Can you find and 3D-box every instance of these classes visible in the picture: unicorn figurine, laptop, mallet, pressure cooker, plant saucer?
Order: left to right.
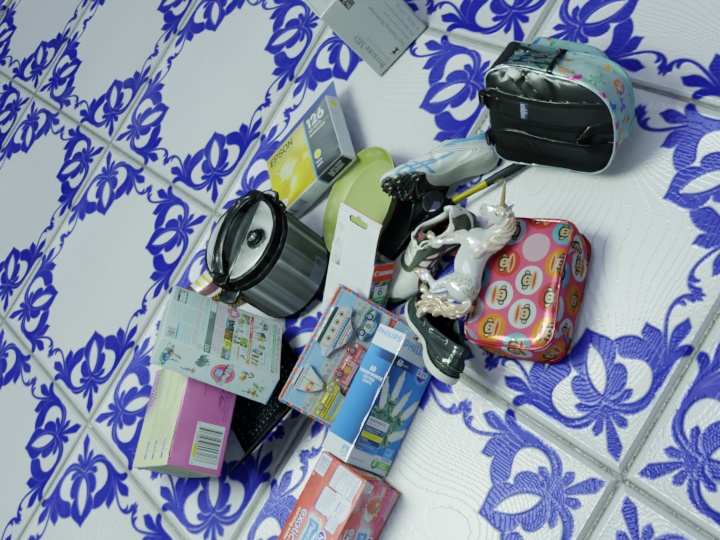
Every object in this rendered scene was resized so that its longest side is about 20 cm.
[{"bbox_3d":[-0.174,0.218,1.400,0.177,0.103,0.200,-47,49,9],"label":"laptop"},{"bbox_3d":[-0.168,-0.031,1.447,0.178,0.200,0.177,-36,49,18],"label":"pressure cooker"},{"bbox_3d":[0.005,-0.113,1.442,0.199,0.031,0.202,-31,49,44],"label":"plant saucer"},{"bbox_3d":[0.151,-0.024,1.202,0.136,0.073,0.203,7,88,40],"label":"unicorn figurine"},{"bbox_3d":[0.195,-0.130,1.334,0.198,0.066,0.042,-25,60,8],"label":"mallet"}]

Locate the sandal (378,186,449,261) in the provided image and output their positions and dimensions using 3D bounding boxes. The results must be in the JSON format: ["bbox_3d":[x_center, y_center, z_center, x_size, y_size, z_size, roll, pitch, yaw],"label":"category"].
[{"bbox_3d":[0.082,-0.103,1.393,0.075,0.048,0.202,33,91,43],"label":"sandal"}]

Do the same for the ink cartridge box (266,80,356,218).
[{"bbox_3d":[-0.101,-0.225,1.569,0.197,0.047,0.202,-42,51,34],"label":"ink cartridge box"}]

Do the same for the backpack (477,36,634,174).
[{"bbox_3d":[0.293,-0.235,1.209,0.199,0.179,0.151,22,54,35],"label":"backpack"}]

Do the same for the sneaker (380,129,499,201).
[{"bbox_3d":[0.123,-0.169,1.347,0.198,0.072,0.073,-19,54,-6],"label":"sneaker"}]

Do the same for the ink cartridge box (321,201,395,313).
[{"bbox_3d":[0.000,0.000,1.345,0.109,0.050,0.202,33,121,42],"label":"ink cartridge box"}]

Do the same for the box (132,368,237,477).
[{"bbox_3d":[-0.297,0.256,1.434,0.199,0.096,0.178,-24,52,57],"label":"box"}]

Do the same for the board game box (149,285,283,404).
[{"bbox_3d":[-0.229,0.119,1.370,0.065,0.198,0.148,-60,17,28],"label":"board game box"}]

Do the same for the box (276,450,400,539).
[{"bbox_3d":[-0.043,0.381,1.225,0.099,0.095,0.202,24,85,42],"label":"box"}]

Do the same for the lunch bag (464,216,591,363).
[{"bbox_3d":[0.225,0.024,1.200,0.175,0.082,0.202,5,73,40],"label":"lunch bag"}]

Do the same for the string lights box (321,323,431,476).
[{"bbox_3d":[0.033,0.193,1.253,0.059,0.102,0.202,21,83,44],"label":"string lights box"}]

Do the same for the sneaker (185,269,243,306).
[{"bbox_3d":[-0.284,0.033,1.603,0.198,0.075,0.091,-19,50,22],"label":"sneaker"}]

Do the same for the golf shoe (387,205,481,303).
[{"bbox_3d":[0.095,-0.032,1.325,0.200,0.088,0.078,-42,51,16],"label":"golf shoe"}]

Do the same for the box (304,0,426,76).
[{"bbox_3d":[-0.014,-0.503,1.559,0.131,0.198,0.201,-44,50,12],"label":"box"}]

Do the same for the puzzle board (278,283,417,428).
[{"bbox_3d":[-0.015,0.144,1.294,0.202,0.150,0.017,-62,14,-4],"label":"puzzle board"}]

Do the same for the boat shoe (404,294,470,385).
[{"bbox_3d":[0.117,0.082,1.229,0.066,0.074,0.200,-57,18,21],"label":"boat shoe"}]
